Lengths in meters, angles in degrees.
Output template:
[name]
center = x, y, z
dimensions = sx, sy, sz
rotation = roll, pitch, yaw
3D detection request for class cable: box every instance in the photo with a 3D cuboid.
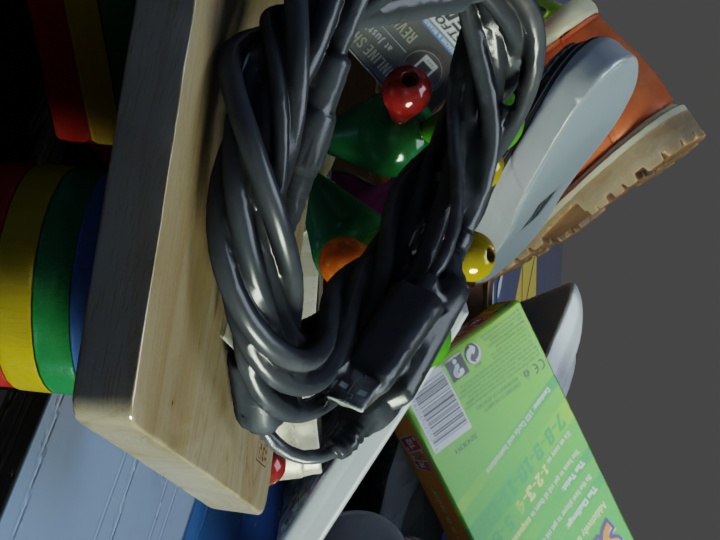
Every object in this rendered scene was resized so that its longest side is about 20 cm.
[cable]
center = 0.004, -0.046, 0.709
dimensions = 0.200, 0.051, 0.163
rotation = -59, 146, -28

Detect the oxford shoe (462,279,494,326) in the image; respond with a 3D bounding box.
[oxford shoe]
center = 0.040, 0.017, 1.262
dimensions = 0.071, 0.071, 0.201
rotation = 16, 85, -58

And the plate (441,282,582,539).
[plate]
center = 0.067, 0.113, 1.281
dimensions = 0.201, 0.032, 0.200
rotation = -67, -168, -14

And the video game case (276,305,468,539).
[video game case]
center = 0.005, 0.059, 1.074
dimensions = 0.143, 0.018, 0.200
rotation = -58, -176, 7

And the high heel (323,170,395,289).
[high heel]
center = 0.000, 0.000, 1.044
dimensions = 0.200, 0.067, 0.096
rotation = -27, -150, 59

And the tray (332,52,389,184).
[tray]
center = -0.001, -0.059, 1.214
dimensions = 0.099, 0.037, 0.201
rotation = -35, 131, -78

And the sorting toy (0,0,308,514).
[sorting toy]
center = -0.068, -0.036, 0.707
dimensions = 0.199, 0.069, 0.201
rotation = 60, 37, -74

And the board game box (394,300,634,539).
[board game box]
center = 0.089, 0.126, 1.168
dimensions = 0.095, 0.030, 0.201
rotation = -34, 102, -30

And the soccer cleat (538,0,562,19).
[soccer cleat]
center = 0.098, -0.115, 1.373
dimensions = 0.200, 0.083, 0.065
rotation = 141, -51, -57

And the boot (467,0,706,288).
[boot]
center = 0.087, -0.064, 1.159
dimensions = 0.075, 0.107, 0.200
rotation = -31, 173, -45

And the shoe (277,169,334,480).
[shoe]
center = -0.032, -0.001, 0.999
dimensions = 0.070, 0.053, 0.201
rotation = 57, 39, -75

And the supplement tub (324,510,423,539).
[supplement tub]
center = 0.024, 0.207, 1.102
dimensions = 0.200, 0.107, 0.107
rotation = 62, 31, -43

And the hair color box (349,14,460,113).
[hair color box]
center = 0.028, -0.151, 1.081
dimensions = 0.064, 0.111, 0.200
rotation = -41, -174, 20

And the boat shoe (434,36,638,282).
[boat shoe]
center = 0.073, -0.065, 1.047
dimensions = 0.074, 0.068, 0.199
rotation = -40, 170, -21

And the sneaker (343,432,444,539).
[sneaker]
center = 0.017, 0.149, 1.198
dimensions = 0.079, 0.074, 0.201
rotation = 11, 96, -39

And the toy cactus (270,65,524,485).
[toy cactus]
center = -0.022, -0.022, 0.870
dimensions = 0.165, 0.102, 0.200
rotation = 58, -46, 26
